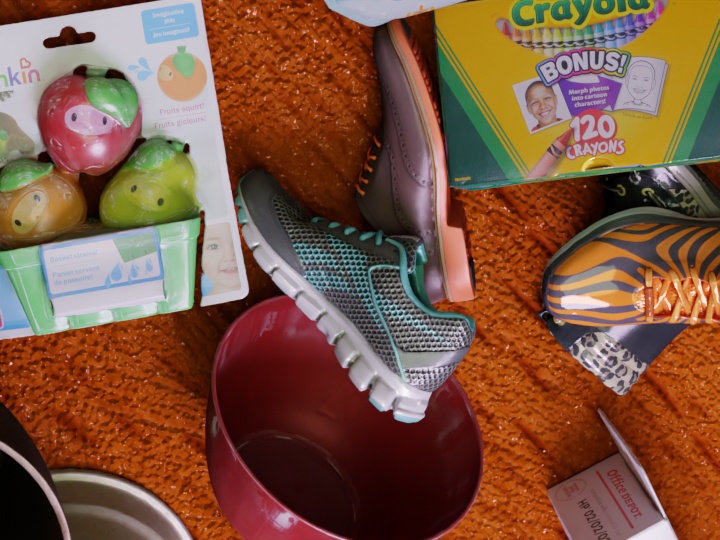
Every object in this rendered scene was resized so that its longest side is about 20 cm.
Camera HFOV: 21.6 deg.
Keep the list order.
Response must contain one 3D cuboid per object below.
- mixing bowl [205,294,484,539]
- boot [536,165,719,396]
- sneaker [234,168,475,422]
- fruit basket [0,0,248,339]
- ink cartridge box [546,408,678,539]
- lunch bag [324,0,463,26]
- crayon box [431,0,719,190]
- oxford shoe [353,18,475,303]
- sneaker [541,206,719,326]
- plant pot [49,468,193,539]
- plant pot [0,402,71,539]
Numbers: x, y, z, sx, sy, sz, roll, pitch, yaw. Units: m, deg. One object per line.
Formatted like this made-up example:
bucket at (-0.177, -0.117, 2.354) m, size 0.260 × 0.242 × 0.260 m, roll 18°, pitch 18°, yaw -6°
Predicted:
mixing bowl at (-0.028, 0.126, 1.271) m, size 0.199 × 0.201 × 0.109 m, roll 21°, pitch 134°, yaw -16°
boot at (0.172, -0.021, 1.301) m, size 0.203 × 0.074 × 0.154 m, roll 42°, pitch 101°, yaw -19°
sneaker at (0.000, 0.000, 1.245) m, size 0.091 × 0.078 × 0.200 m, roll -43°, pitch 80°, yaw 11°
fruit basket at (-0.176, -0.063, 1.214) m, size 0.184 × 0.094 × 0.202 m, roll -9°, pitch 106°, yaw -5°
ink cartridge box at (0.198, 0.213, 1.363) m, size 0.067 × 0.115 × 0.201 m, roll -27°, pitch 111°, yaw 0°
lunch bag at (0.074, -0.224, 1.117) m, size 0.169 × 0.200 × 0.123 m, roll -11°, pitch 113°, yaw 30°
crayon box at (0.152, -0.122, 1.212) m, size 0.198 × 0.058 × 0.120 m, roll -6°, pitch 89°, yaw 17°
oxford shoe at (0.026, -0.069, 1.261) m, size 0.072 × 0.071 × 0.202 m, roll -10°, pitch 105°, yaw 8°
sneaker at (0.222, 0.011, 1.223) m, size 0.198 × 0.112 × 0.078 m, roll -11°, pitch 118°, yaw -5°
plant pot at (-0.198, 0.265, 1.276) m, size 0.199 × 0.184 × 0.202 m, roll -3°, pitch 110°, yaw -8°
plant pot at (-0.276, 0.145, 1.209) m, size 0.185 × 0.200 × 0.189 m, roll -2°, pitch 107°, yaw -7°
